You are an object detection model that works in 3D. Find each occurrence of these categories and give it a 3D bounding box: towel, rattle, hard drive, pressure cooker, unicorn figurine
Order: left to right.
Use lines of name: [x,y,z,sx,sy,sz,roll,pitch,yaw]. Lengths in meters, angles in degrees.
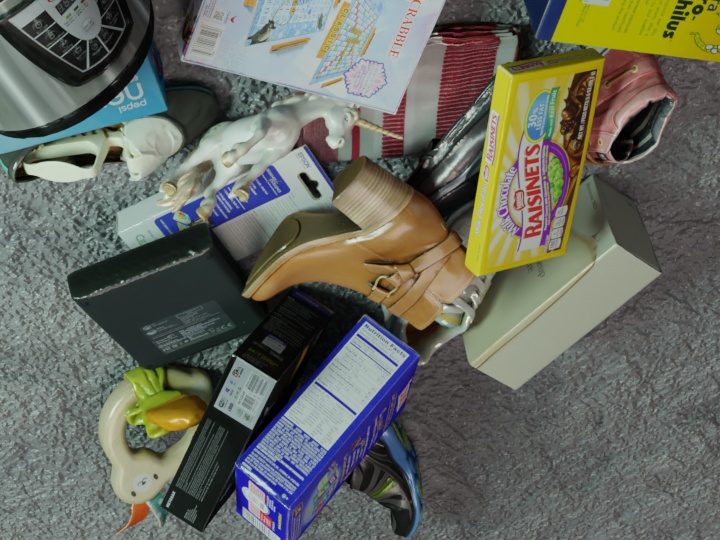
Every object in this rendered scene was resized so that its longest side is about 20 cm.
pressure cooker: [-0.271,-0.220,1.293,0.177,0.177,0.201,-20,135,13]
rattle: [-0.194,0.206,1.732,0.129,0.142,0.202,3,108,-45]
hard drive: [-0.176,0.028,1.614,0.138,0.033,0.200,-20,156,5]
unicorn figurine: [-0.087,-0.107,1.482,0.198,0.138,0.074,2,128,35]
towel: [0.042,-0.155,1.537,0.198,0.023,0.145,-5,136,-8]

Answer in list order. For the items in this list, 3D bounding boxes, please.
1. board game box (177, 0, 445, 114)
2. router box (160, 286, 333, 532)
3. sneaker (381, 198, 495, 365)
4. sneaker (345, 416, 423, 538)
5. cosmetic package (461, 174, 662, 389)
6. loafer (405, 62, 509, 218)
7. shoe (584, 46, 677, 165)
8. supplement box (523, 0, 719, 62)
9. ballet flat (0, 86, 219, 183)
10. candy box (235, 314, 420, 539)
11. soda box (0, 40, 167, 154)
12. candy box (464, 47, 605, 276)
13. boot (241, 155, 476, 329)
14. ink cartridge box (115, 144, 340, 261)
board game box: [-0.026,-0.241,1.403,0.198,0.041,0.201,13,124,-21]
router box: [-0.110,0.134,1.670,0.052,0.157,0.201,30,119,5]
sneaker: [0.097,0.010,1.672,0.076,0.081,0.200,20,126,-27]
sneaker: [0.020,0.217,1.877,0.082,0.071,0.201,-14,131,10]
cosmetic package: [0.189,0.013,1.680,0.073,0.104,0.200,28,122,-33]
loafer: [0.094,-0.109,1.556,0.200,0.063,0.072,-41,162,34]
shoe: [0.200,-0.121,1.547,0.071,0.092,0.200,12,131,-40]
supplement box: [0.239,-0.254,1.417,0.198,0.109,0.110,5,133,-16]
ballet flat: [-0.217,-0.108,1.493,0.198,0.069,0.068,-10,142,-2]
candy box: [-0.034,0.161,1.684,0.200,0.077,0.169,-48,167,-20]
soda box: [-0.267,-0.153,1.441,0.198,0.065,0.068,-15,136,2]
candy box: [0.150,-0.092,1.491,0.101,0.026,0.202,-12,128,-26]
boot: [0.000,0.000,1.568,0.155,0.077,0.200,39,116,-19]
ink cartridge box: [-0.119,-0.055,1.592,0.198,0.037,0.095,-23,135,14]
